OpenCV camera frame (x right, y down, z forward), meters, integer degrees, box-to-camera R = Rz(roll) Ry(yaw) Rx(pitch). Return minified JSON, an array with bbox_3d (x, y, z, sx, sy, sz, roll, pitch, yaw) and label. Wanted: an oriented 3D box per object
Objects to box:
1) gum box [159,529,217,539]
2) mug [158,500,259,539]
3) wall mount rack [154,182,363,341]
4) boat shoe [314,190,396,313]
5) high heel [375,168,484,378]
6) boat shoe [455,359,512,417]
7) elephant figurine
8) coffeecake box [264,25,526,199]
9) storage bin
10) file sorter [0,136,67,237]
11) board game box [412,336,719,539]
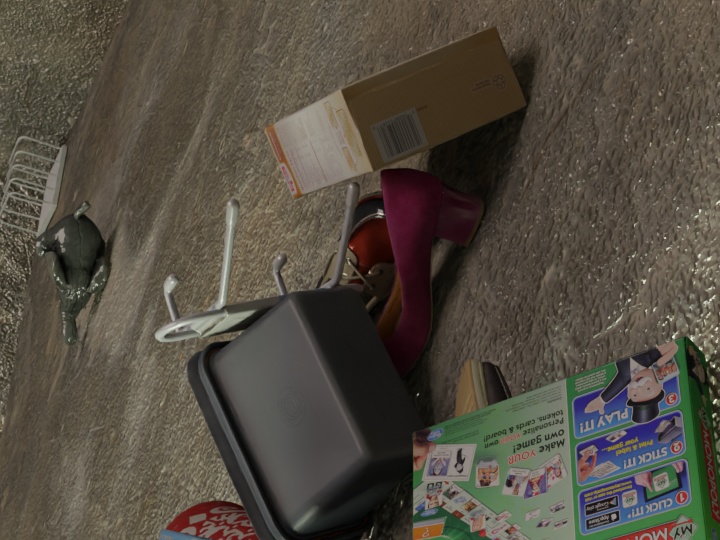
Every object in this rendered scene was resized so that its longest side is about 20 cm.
[{"bbox_3d":[-0.036,0.234,1.069,0.170,0.198,0.045,165,120,-67],"label":"gum box"},{"bbox_3d":[-0.093,0.257,1.313,0.199,0.132,0.180,-12,68,64],"label":"mug"},{"bbox_3d":[-0.080,-0.002,1.238,0.174,0.198,0.075,-36,69,55],"label":"wall mount rack"},{"bbox_3d":[0.000,0.000,1.340,0.063,0.071,0.200,-64,5,-35],"label":"boat shoe"},{"bbox_3d":[0.024,0.009,1.242,0.068,0.095,0.201,-106,37,-56],"label":"high heel"},{"bbox_3d":[0.105,0.141,0.967,0.201,0.064,0.073,-101,13,-48],"label":"boat shoe"},{"bbox_3d":[-0.530,0.008,2.744,0.140,0.155,0.202,-20,54,11],"label":"elephant figurine"},{"bbox_3d":[0.024,-0.131,1.259,0.074,0.152,0.200,67,159,-5],"label":"coffeecake box"},{"bbox_3d":[-0.028,0.116,1.226,0.134,0.145,0.202,-42,64,37],"label":"storage bin"},{"bbox_3d":[-0.828,-0.214,3.694,0.139,0.123,0.202,127,152,-45],"label":"file sorter"},{"bbox_3d":[0.116,0.132,0.870,0.199,0.029,0.136,-23,49,32],"label":"board game box"}]
